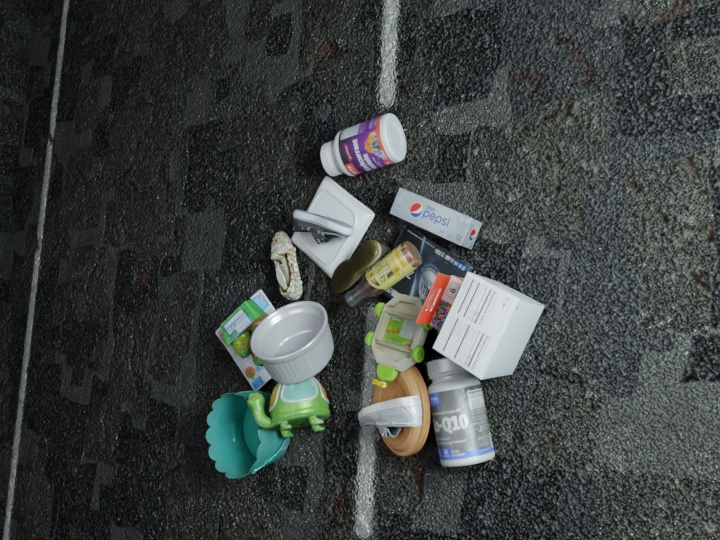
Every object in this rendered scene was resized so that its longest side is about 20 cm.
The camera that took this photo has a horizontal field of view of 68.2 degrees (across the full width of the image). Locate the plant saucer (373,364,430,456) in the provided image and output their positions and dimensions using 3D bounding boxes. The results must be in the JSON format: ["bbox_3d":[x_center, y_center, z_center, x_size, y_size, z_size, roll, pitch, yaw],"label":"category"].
[{"bbox_3d":[0.080,0.295,1.152,0.199,0.032,0.207,-7,82,59],"label":"plant saucer"}]

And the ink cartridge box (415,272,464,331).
[{"bbox_3d":[0.190,0.072,1.059,0.050,0.198,0.111,28,99,32],"label":"ink cartridge box"}]

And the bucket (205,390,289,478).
[{"bbox_3d":[-0.284,0.413,1.366,0.202,0.134,0.214,-4,82,32],"label":"bucket"}]

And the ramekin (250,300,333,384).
[{"bbox_3d":[-0.158,0.176,1.283,0.196,0.202,0.100,3,128,33],"label":"ramekin"}]

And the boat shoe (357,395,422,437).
[{"bbox_3d":[0.062,0.308,1.097,0.198,0.071,0.071,-31,62,46],"label":"boat shoe"}]

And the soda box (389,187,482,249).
[{"bbox_3d":[0.165,-0.116,1.179,0.197,0.068,0.065,29,100,33],"label":"soda box"}]

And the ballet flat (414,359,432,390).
[{"bbox_3d":[0.119,0.201,1.181,0.066,0.046,0.205,-27,70,28],"label":"ballet flat"}]

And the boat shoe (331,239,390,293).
[{"bbox_3d":[0.000,-0.001,1.274,0.200,0.065,0.074,-42,49,42],"label":"boat shoe"}]

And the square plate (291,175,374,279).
[{"bbox_3d":[-0.081,-0.111,1.364,0.197,0.028,0.203,40,106,31],"label":"square plate"}]

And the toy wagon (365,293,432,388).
[{"bbox_3d":[0.077,0.153,1.137,0.153,0.039,0.205,9,77,47],"label":"toy wagon"}]

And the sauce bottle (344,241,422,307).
[{"bbox_3d":[0.047,0.015,1.190,0.199,0.065,0.067,-39,65,22],"label":"sauce bottle"}]

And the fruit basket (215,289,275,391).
[{"bbox_3d":[-0.277,0.188,1.415,0.184,0.093,0.202,-40,74,13],"label":"fruit basket"}]

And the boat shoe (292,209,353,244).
[{"bbox_3d":[-0.099,-0.100,1.320,0.196,0.069,0.068,19,102,34],"label":"boat shoe"}]

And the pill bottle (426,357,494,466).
[{"bbox_3d":[0.198,0.281,1.079,0.111,0.113,0.206,-18,74,29],"label":"pill bottle"}]

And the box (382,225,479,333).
[{"bbox_3d":[0.143,0.017,1.190,0.198,0.043,0.163,36,103,32],"label":"box"}]

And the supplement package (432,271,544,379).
[{"bbox_3d":[0.250,0.107,1.016,0.109,0.198,0.159,29,99,32],"label":"supplement package"}]

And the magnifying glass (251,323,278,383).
[{"bbox_3d":[-0.223,0.229,1.356,0.022,0.080,0.205,-10,109,27],"label":"magnifying glass"}]

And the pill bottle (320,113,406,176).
[{"bbox_3d":[0.003,-0.294,1.282,0.195,0.110,0.115,-11,78,32],"label":"pill bottle"}]

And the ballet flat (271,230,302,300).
[{"bbox_3d":[-0.203,-0.018,1.411,0.075,0.063,0.205,-32,67,29],"label":"ballet flat"}]

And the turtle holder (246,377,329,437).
[{"bbox_3d":[-0.167,0.326,1.290,0.181,0.141,0.135,-17,65,13],"label":"turtle holder"}]
